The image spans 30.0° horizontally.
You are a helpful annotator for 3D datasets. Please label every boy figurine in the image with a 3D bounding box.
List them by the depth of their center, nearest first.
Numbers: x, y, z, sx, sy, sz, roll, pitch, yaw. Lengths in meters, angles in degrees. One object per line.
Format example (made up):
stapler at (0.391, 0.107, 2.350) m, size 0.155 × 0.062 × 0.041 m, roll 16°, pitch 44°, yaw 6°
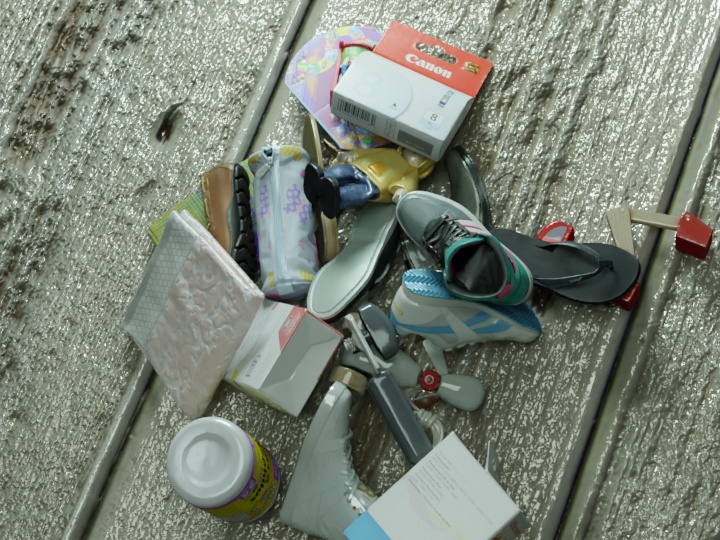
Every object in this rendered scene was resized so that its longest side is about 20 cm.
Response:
boy figurine at (0.028, -0.123, 1.731) m, size 0.198 × 0.065 × 0.124 m, roll -20°, pitch 45°, yaw -30°

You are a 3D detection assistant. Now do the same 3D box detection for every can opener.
can opener at (0.037, 0.135, 1.613) m, size 0.066 × 0.053 × 0.202 m, roll -24°, pitch 81°, yaw -7°

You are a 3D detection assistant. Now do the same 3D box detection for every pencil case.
pencil case at (-0.098, -0.061, 1.747) m, size 0.082 × 0.091 × 0.202 m, roll -6°, pitch 76°, yaw -3°

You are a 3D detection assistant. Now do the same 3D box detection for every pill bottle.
pill bottle at (-0.157, 0.246, 1.622) m, size 0.103 × 0.200 × 0.106 m, roll -3°, pitch 72°, yaw 10°

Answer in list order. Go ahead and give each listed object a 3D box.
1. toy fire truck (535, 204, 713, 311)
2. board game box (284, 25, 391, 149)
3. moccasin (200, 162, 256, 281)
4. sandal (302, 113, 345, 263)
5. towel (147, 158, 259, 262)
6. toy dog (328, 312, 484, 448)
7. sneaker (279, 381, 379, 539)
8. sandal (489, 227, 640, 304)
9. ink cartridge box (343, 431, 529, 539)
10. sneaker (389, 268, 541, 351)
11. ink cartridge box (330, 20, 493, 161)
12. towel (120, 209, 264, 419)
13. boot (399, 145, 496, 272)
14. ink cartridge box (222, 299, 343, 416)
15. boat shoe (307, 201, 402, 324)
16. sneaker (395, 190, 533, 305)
toy fire truck at (0.325, -0.030, 1.692) m, size 0.199 × 0.049 × 0.142 m, roll 26°, pitch 79°, yaw 19°
board game box at (-0.003, -0.261, 1.821) m, size 0.157 × 0.039 × 0.200 m, roll -34°, pitch 69°, yaw -15°
moccasin at (-0.184, -0.043, 1.768) m, size 0.077 × 0.074 × 0.204 m, roll -14°, pitch 73°, yaw 21°
sandal at (-0.030, -0.108, 1.789) m, size 0.069 × 0.078 × 0.214 m, roll -1°, pitch 65°, yaw -15°
towel at (-0.181, -0.056, 1.821) m, size 0.199 × 0.023 × 0.144 m, roll -37°, pitch 68°, yaw -2°
toy dog at (0.049, 0.133, 1.690) m, size 0.200 × 0.096 × 0.132 m, roll 40°, pitch 80°, yaw 5°
sneaker at (-0.017, 0.242, 1.641) m, size 0.115 × 0.074 × 0.202 m, roll 23°, pitch 111°, yaw 14°
sandal at (0.242, -0.006, 1.649) m, size 0.198 × 0.043 × 0.077 m, roll 9°, pitch 76°, yaw 13°
ink cartridge box at (0.102, 0.296, 1.590) m, size 0.200 × 0.129 × 0.125 m, roll -41°, pitch 70°, yaw -3°
sneaker at (0.131, 0.058, 1.673) m, size 0.198 × 0.081 × 0.077 m, roll 14°, pitch 32°, yaw -17°
ink cartridge box at (0.073, -0.252, 1.770) m, size 0.159 × 0.047 × 0.201 m, roll 25°, pitch 56°, yaw 9°
towel at (-0.220, 0.054, 1.721) m, size 0.191 × 0.032 × 0.201 m, roll 46°, pitch 120°, yaw 30°
boot at (0.107, -0.056, 1.730) m, size 0.129 × 0.068 × 0.202 m, roll -18°, pitch 72°, yaw -1°
ink cartridge box at (-0.110, 0.105, 1.697) m, size 0.067 × 0.200 × 0.117 m, roll 35°, pitch 80°, yaw -22°
boat shoe at (0.000, 0.000, 1.711) m, size 0.075 × 0.061 × 0.201 m, roll 15°, pitch 54°, yaw 32°
sneaker at (0.113, -0.027, 1.612) m, size 0.199 × 0.121 × 0.084 m, roll 37°, pitch 99°, yaw 14°
